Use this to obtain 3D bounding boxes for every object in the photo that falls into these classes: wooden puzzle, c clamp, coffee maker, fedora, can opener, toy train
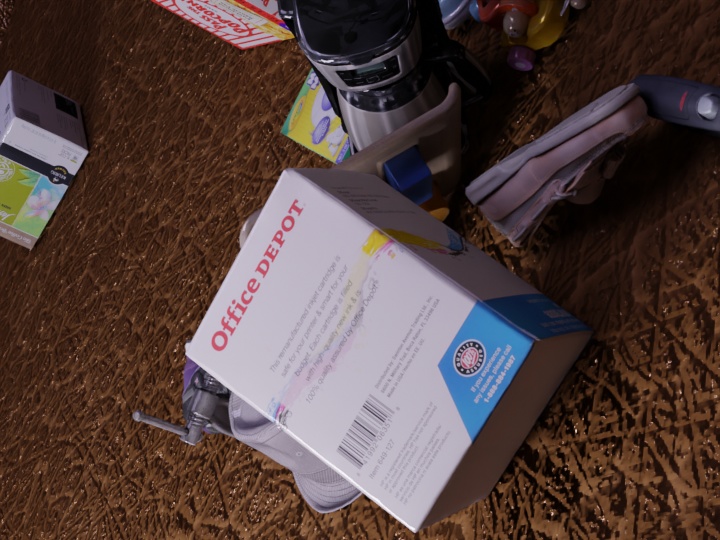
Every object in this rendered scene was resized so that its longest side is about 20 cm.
[{"bbox_3d":[0.006,-0.044,1.131,0.199,0.046,0.185,-35,-15,-6],"label":"wooden puzzle"},{"bbox_3d":[-0.094,0.061,1.224,0.027,0.171,0.201,18,77,31],"label":"c clamp"},{"bbox_3d":[0.004,-0.197,1.197,0.134,0.200,0.193,-33,60,-3],"label":"coffee maker"},{"bbox_3d":[-0.044,0.098,1.180,0.200,0.090,0.178,-37,50,46],"label":"fedora"},{"bbox_3d":[0.221,-0.096,0.912,0.079,0.063,0.200,-62,26,7],"label":"can opener"},{"bbox_3d":[0.146,-0.253,1.198,0.200,0.055,0.151,-41,35,41],"label":"toy train"}]

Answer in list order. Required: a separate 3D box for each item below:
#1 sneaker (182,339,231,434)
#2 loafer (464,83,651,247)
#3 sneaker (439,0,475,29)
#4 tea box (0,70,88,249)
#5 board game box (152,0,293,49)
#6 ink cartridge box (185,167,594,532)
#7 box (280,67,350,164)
[{"bbox_3d":[-0.116,0.112,1.380,0.200,0.075,0.088,167,114,-67],"label":"sneaker"},{"bbox_3d":[0.145,-0.070,1.020,0.072,0.063,0.200,-34,2,-27],"label":"loafer"},{"bbox_3d":[0.069,-0.328,1.322,0.079,0.130,0.201,-9,60,58],"label":"sneaker"},{"bbox_3d":[-0.543,-0.178,2.345,0.197,0.133,0.200,-57,27,17],"label":"tea box"},{"bbox_3d":[-0.155,-0.320,1.717,0.200,0.151,0.047,7,73,64],"label":"board game box"},{"bbox_3d":[0.021,0.045,0.970,0.200,0.144,0.148,36,105,19],"label":"ink cartridge box"},{"bbox_3d":[-0.013,-0.165,1.435,0.118,0.048,0.200,-63,24,4],"label":"box"}]
